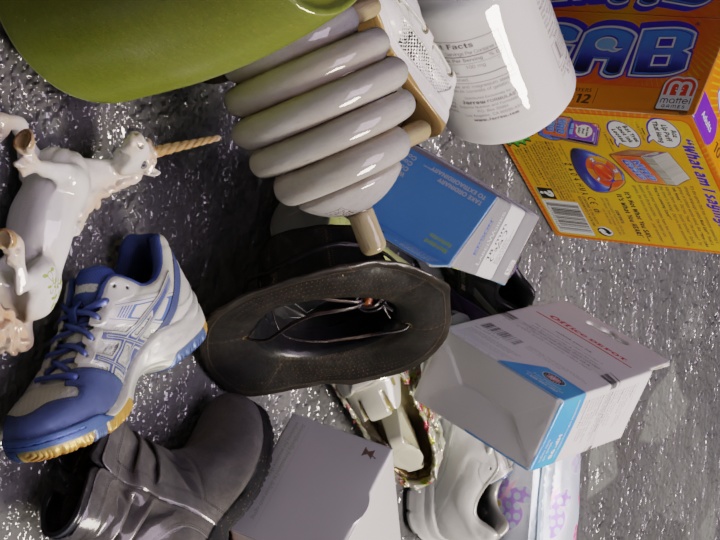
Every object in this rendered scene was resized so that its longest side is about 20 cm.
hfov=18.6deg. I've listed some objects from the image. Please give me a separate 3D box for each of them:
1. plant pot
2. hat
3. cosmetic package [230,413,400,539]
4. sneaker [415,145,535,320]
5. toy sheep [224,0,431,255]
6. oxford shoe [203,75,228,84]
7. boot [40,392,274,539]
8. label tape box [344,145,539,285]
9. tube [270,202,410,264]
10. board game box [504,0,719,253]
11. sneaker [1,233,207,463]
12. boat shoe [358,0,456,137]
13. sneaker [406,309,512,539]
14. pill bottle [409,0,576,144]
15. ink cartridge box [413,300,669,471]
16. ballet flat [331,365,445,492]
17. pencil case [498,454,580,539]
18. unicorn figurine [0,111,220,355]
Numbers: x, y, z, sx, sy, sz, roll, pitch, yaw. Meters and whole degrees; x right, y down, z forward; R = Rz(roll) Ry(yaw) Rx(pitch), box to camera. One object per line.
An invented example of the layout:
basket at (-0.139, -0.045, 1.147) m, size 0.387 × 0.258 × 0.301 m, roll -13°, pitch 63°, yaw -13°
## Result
plant pot at (-0.093, -0.197, 1.323) m, size 0.187 × 0.200 × 0.187 m, roll -3°, pitch 94°, yaw -45°
hat at (-0.030, 0.015, 1.550) m, size 0.201 × 0.200 × 0.081 m, roll 30°, pitch 41°, yaw -55°
cosmetic package at (-0.026, 0.206, 1.584) m, size 0.200 × 0.085 × 0.108 m, roll 83°, pitch 31°, yaw -53°
sneaker at (0.085, -0.031, 1.756) m, size 0.076 × 0.087 × 0.200 m, roll -63°, pitch 142°, yaw -27°
toy sheep at (-0.023, -0.106, 1.451) m, size 0.138 × 0.138 × 0.200 m, roll -30°, pitch 95°, yaw -51°
oxford shoe at (-0.066, -0.224, 1.510) m, size 0.200 × 0.071 × 0.071 m, roll -60°, pitch 136°, yaw -28°
boot at (-0.134, 0.127, 1.473) m, size 0.132 × 0.070 × 0.200 m, roll 46°, pitch 35°, yaw -26°
label tape box at (0.035, -0.056, 1.578) m, size 0.063 × 0.144 × 0.200 m, roll -61°, pitch 163°, yaw 5°
tube at (0.000, 0.000, 1.672) m, size 0.058 × 0.052 × 0.200 m, roll -35°, pitch 145°, yaw 9°
board game box at (0.256, -0.156, 1.888) m, size 0.200 × 0.200 × 0.200 m, roll 56°, pitch 51°, yaw -46°
sneaker at (-0.176, 0.046, 1.403) m, size 0.200 × 0.075 × 0.088 m, roll -50°, pitch 128°, yaw -53°
boat shoe at (0.011, -0.186, 1.627) m, size 0.200 × 0.071 × 0.069 m, roll 54°, pitch 49°, yaw -40°
sneaker at (0.088, 0.130, 1.795) m, size 0.074 × 0.087 × 0.200 m, roll -21°, pitch 112°, yaw -51°
pill bottle at (0.088, -0.206, 1.704) m, size 0.114 × 0.114 × 0.200 m, roll -57°, pitch 139°, yaw -33°
ink cartridge box at (0.147, 0.087, 1.722) m, size 0.200 × 0.116 × 0.067 m, roll -10°, pitch 126°, yaw -57°
ballet flat at (0.021, 0.101, 1.692) m, size 0.200 × 0.076 × 0.064 m, roll 56°, pitch 18°, yaw -45°
pencil case at (0.151, 0.179, 1.901) m, size 0.091 × 0.083 × 0.200 m, roll -24°, pitch 117°, yaw -77°
unicorn figurine at (-0.192, -0.039, 1.364) m, size 0.200 × 0.074 × 0.137 m, roll -60°, pitch 152°, yaw -8°
